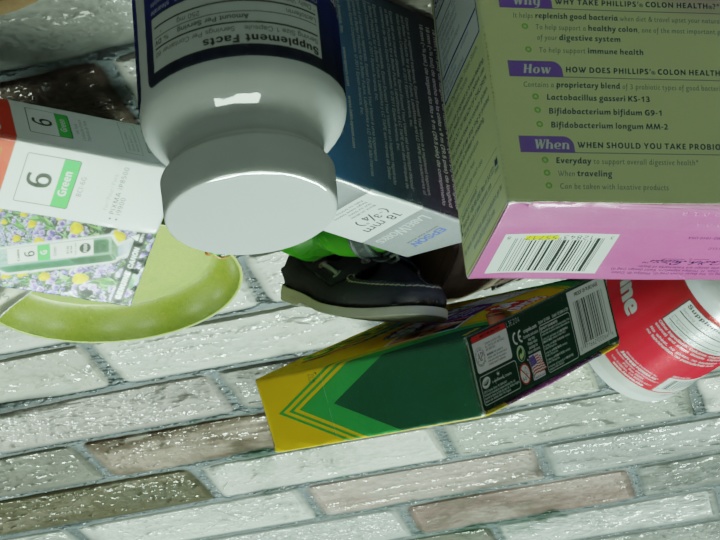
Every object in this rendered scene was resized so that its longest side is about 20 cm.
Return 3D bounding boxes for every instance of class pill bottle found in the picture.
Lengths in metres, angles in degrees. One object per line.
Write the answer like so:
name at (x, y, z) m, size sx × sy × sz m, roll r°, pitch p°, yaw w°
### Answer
pill bottle at (0.258, 0.012, 1.630) m, size 0.112 × 0.113 × 0.200 m, roll 9°, pitch 150°, yaw -29°
pill bottle at (-0.067, -0.119, 1.193) m, size 0.115 × 0.202 × 0.116 m, roll -5°, pitch 155°, yaw -2°

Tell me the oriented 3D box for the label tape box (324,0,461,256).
label tape box at (0.017, -0.089, 1.335) m, size 0.199 × 0.145 × 0.063 m, roll 17°, pitch 146°, yaw -39°

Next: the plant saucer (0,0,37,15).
plant saucer at (-0.236, -0.194, 1.202) m, size 0.198 × 0.030 × 0.200 m, roll -5°, pitch 153°, yaw -3°

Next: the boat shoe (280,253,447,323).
boat shoe at (0.000, 0.000, 1.479) m, size 0.072 × 0.063 × 0.200 m, roll 6°, pitch -178°, yaw -25°

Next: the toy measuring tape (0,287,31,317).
toy measuring tape at (-0.203, -0.015, 1.458) m, size 0.200 × 0.074 × 0.073 m, roll -37°, pitch 143°, yaw 22°

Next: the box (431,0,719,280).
box at (0.143, -0.103, 1.270) m, size 0.174 × 0.202 × 0.097 m, roll 0°, pitch 154°, yaw -13°

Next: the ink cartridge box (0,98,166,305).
ink cartridge box at (-0.222, -0.047, 1.337) m, size 0.199 × 0.050 × 0.109 m, roll 9°, pitch 122°, yaw -25°

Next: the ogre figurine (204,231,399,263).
ogre figurine at (-0.062, -0.061, 1.425) m, size 0.199 × 0.099 × 0.120 m, roll 13°, pitch 159°, yaw -19°

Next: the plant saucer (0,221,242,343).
plant saucer at (-0.186, -0.002, 1.601) m, size 0.198 × 0.031 × 0.200 m, roll -5°, pitch 153°, yaw -2°

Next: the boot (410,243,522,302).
boot at (0.082, -0.018, 1.553) m, size 0.145 × 0.071 × 0.200 m, roll -11°, pitch 176°, yaw -24°

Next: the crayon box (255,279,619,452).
crayon box at (0.055, 0.061, 1.488) m, size 0.172 × 0.059 × 0.200 m, roll -11°, pitch -175°, yaw 34°
